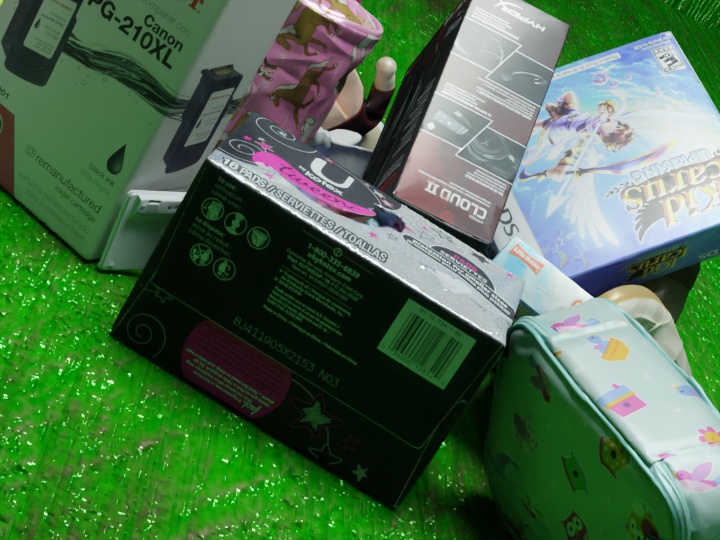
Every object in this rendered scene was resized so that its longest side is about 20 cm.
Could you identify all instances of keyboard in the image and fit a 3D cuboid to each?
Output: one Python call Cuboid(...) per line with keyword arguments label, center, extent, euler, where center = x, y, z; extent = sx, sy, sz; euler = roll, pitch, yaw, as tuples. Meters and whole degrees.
Cuboid(label="keyboard", center=(-0.083, -0.024, 1.186), extent=(0.200, 0.056, 0.011), euler=(0, 38, -47))

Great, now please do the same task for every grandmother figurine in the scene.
Cuboid(label="grandmother figurine", center=(-0.022, -0.127, 1.454), extent=(0.200, 0.121, 0.061), euler=(47, 29, -65))

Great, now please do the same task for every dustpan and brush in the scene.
Cuboid(label="dustpan and brush", center=(-0.025, -0.087, 1.351), extent=(0.139, 0.057, 0.200), euler=(14, 11, 10))

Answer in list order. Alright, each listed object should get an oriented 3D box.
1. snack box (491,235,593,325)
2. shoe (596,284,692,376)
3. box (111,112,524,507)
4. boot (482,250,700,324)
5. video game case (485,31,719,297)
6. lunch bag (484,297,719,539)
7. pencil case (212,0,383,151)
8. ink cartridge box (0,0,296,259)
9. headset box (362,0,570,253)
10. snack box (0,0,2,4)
Cuboid(label="snack box", center=(0.140, 0.060, 1.223), extent=(0.116, 0.037, 0.200), euler=(40, -11, 20))
Cuboid(label="shoe", center=(0.209, 0.071, 1.315), extent=(0.053, 0.070, 0.200), euler=(53, 3, 35))
Cuboid(label="box", center=(-0.021, 0.019, 1.088), extent=(0.200, 0.132, 0.115), euler=(31, 22, -1))
Cuboid(label="boot", center=(0.150, -0.013, 1.377), extent=(0.200, 0.146, 0.070), euler=(41, -7, 9))
Cuboid(label="video game case", center=(0.176, -0.073, 1.350), extent=(0.045, 0.200, 0.181), euler=(80, -11, -57))
Cuboid(label="lunch bag", center=(0.147, 0.129, 1.052), extent=(0.077, 0.161, 0.200), euler=(-10, 41, -24))
Cuboid(label="pencil case", center=(-0.061, -0.101, 1.209), extent=(0.083, 0.200, 0.087), euler=(20, 23, -27))
Cuboid(label="ink cartridge box", center=(-0.153, -0.131, 1.145), extent=(0.145, 0.200, 0.084), euler=(39, 21, 19))
Cuboid(label="headset box", center=(0.055, -0.073, 1.247), extent=(0.077, 0.149, 0.200), euler=(27, 65, -8))
Cuboid(label="snack box", center=(-0.190, -0.171, 1.301), extent=(0.200, 0.053, 0.142), euler=(34, 58, 5))
